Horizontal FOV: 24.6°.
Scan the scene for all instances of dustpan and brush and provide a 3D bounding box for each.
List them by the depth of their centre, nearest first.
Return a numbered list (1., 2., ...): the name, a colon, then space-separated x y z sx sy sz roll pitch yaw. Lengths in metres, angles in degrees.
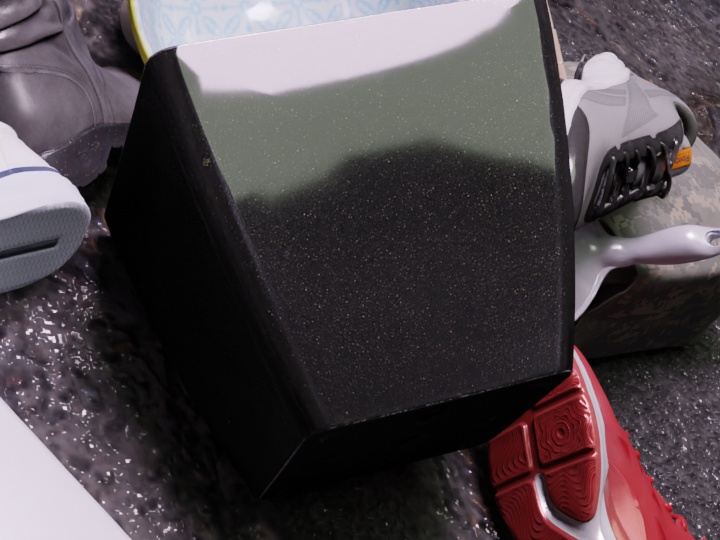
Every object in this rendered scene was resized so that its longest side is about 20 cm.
1. dustpan and brush: 0.111 -0.010 0.941 0.057 0.198 0.141 40 46 -47

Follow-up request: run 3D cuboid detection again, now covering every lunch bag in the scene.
1. lunch bag: 0.146 -0.052 1.061 0.163 0.118 0.201 -4 58 -44

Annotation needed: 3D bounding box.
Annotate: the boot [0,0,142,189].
1. boot: -0.155 -0.121 0.850 0.200 0.069 0.133 -80 157 -74

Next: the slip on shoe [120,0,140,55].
1. slip on shoe: -0.083 -0.187 1.071 0.200 0.060 0.077 -41 111 -35

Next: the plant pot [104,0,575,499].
1. plant pot: 0.000 0.000 0.812 0.197 0.200 0.179 -12 72 -19

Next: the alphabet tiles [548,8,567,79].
1. alphabet tiles: 0.025 -0.113 1.011 0.197 0.006 0.168 -13 47 7

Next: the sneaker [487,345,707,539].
1. sneaker: 0.142 0.134 0.909 0.115 0.078 0.202 8 65 -45

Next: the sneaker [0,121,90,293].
1. sneaker: -0.198 -0.019 0.644 0.071 0.073 0.199 43 28 23

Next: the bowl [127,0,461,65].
1. bowl: -0.048 -0.153 0.977 0.198 0.108 0.203 2 84 -18

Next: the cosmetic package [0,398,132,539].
1. cosmetic package: -0.186 0.093 0.668 0.200 0.102 0.071 44 39 10

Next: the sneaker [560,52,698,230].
1. sneaker: 0.136 -0.065 0.893 0.079 0.075 0.200 22 29 13
